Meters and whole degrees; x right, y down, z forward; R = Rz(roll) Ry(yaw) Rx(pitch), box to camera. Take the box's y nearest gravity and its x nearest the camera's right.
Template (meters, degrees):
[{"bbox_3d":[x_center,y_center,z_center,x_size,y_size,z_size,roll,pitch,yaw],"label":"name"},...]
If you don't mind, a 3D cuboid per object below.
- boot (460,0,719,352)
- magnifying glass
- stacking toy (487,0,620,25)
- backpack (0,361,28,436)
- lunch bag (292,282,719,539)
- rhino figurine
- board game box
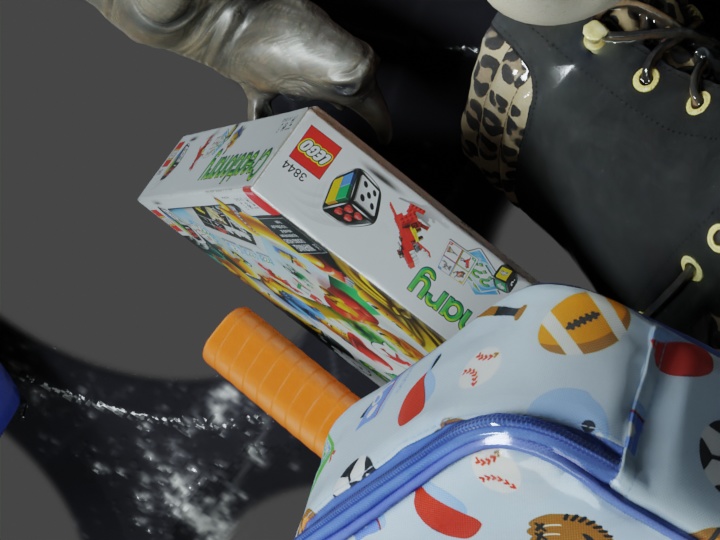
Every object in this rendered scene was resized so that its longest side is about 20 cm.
[{"bbox_3d":[0.112,-0.051,0.693,0.151,0.073,0.200,51,136,30],"label":"boot"},{"bbox_3d":[0.023,0.079,0.812,0.200,0.080,0.022,38,179,22],"label":"magnifying glass"},{"bbox_3d":[0.003,-0.164,0.673,0.200,0.146,0.146,23,138,30],"label":"stacking toy"},{"bbox_3d":[-0.276,0.055,0.949,0.200,0.168,0.163,-12,116,37],"label":"backpack"},{"bbox_3d":[0.084,0.098,0.686,0.200,0.076,0.160,34,138,-14],"label":"lunch bag"},{"bbox_3d":[-0.065,-0.107,0.776,0.200,0.060,0.087,38,154,-11],"label":"rhino figurine"},{"bbox_3d":[0.000,0.000,0.781,0.126,0.035,0.200,38,172,-12],"label":"board game box"}]
